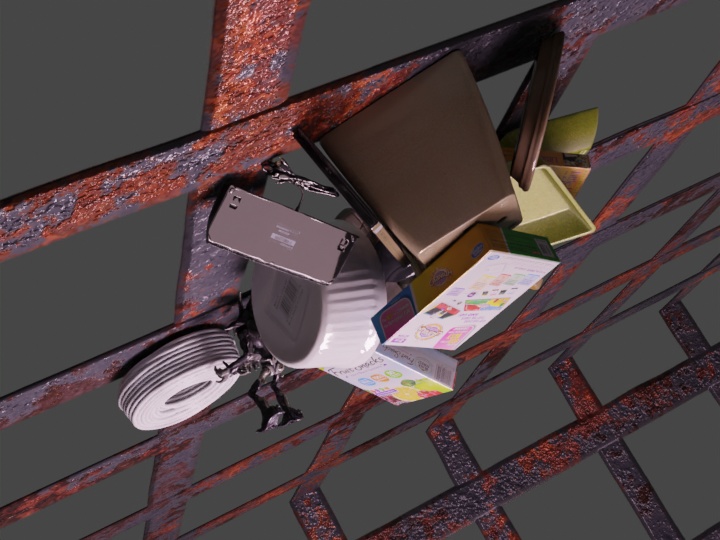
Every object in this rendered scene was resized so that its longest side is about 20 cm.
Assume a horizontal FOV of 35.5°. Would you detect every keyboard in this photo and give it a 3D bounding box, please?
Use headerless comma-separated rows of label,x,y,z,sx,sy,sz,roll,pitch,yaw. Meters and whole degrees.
keyboard,-0.084,-0.062,1.344,0.198,0.021,0.128,21,104,-37

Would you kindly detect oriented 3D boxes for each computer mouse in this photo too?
computer mouse,0.085,-0.081,1.515,0.198,0.142,0.046,-27,163,18

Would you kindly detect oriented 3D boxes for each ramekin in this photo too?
ramekin,-0.062,0.036,1.503,0.097,0.202,0.201,-6,151,-38

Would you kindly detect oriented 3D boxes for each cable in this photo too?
cable,-0.273,0.166,1.708,0.198,0.070,0.200,-30,163,-2

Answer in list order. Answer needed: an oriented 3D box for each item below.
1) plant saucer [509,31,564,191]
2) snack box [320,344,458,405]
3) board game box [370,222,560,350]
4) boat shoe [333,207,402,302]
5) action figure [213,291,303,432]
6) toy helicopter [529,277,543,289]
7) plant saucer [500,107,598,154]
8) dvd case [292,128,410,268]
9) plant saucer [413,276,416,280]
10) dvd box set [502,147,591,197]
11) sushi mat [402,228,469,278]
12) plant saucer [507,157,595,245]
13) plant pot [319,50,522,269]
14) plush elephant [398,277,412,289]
plant saucer,0.219,-0.200,1.404,0.029,0.203,0.200,13,161,5
snack box,0.023,0.130,1.644,0.199,0.054,0.142,28,150,-27
board game box,0.130,0.025,1.399,0.152,0.041,0.200,8,138,-48
boat shoe,0.000,0.000,1.597,0.074,0.073,0.202,-39,124,-28
action figure,-0.155,0.134,1.638,0.101,0.203,0.118,-24,171,35
toy helicopter,0.247,-0.014,1.806,0.200,0.131,0.080,34,73,-49
plant saucer,0.260,-0.154,1.728,0.198,0.048,0.200,-18,158,-35
dvd case,-0.006,-0.082,1.340,0.016,0.149,0.200,-40,162,2
plant saucer,0.105,0.020,1.791,0.038,0.204,0.201,0,163,6
dvd box set,0.216,-0.122,1.628,0.197,0.030,0.147,3,147,-10
sushi mat,0.090,-0.062,1.477,0.095,0.202,0.012,-34,149,15
plant saucer,0.208,-0.090,1.599,0.198,0.048,0.200,-18,147,25
plant pot,0.095,-0.112,1.381,0.198,0.178,0.200,-32,162,4
plush elephant,0.004,0.058,1.741,0.152,0.203,0.165,-6,161,-5
